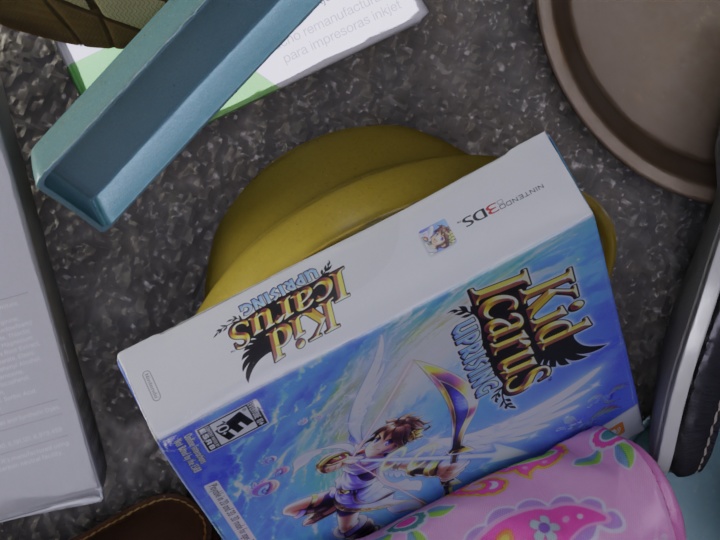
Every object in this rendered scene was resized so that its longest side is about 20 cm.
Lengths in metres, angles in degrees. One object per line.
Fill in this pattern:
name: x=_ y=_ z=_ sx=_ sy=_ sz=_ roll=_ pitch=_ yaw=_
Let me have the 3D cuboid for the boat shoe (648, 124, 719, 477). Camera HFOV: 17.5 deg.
boat shoe: x=0.170 y=-0.005 z=0.986 sx=0.060 sy=0.074 sz=0.202 roll=17 pitch=84 yaw=-2

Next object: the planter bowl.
planter bowl: x=0.000 y=0.000 z=0.968 sx=0.199 sy=0.201 sz=0.084 roll=-26 pitch=60 yaw=-3

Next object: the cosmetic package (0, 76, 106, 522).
cosmetic package: x=-0.169 y=0.000 z=0.963 sx=0.089 sy=0.107 sz=0.202 roll=-13 pitch=97 yaw=-4

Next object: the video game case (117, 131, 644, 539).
video game case: x=0.017 y=0.050 z=0.931 sx=0.180 sy=0.200 sz=0.046 roll=-29 pitch=60 yaw=-2

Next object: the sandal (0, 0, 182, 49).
sandal: x=-0.157 y=-0.143 z=0.895 sx=0.199 sy=0.080 sz=0.054 roll=20 pitch=67 yaw=1

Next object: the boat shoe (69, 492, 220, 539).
boat shoe: x=-0.127 y=0.154 z=0.954 sx=0.072 sy=0.068 sz=0.200 roll=31 pitch=51 yaw=25

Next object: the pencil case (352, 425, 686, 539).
pencil case: x=0.038 y=0.134 z=0.947 sx=0.199 sy=0.087 sz=0.088 roll=-24 pitch=96 yaw=-12

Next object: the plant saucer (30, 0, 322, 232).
plant saucer: x=-0.049 y=-0.101 z=0.905 sx=0.200 sy=0.070 sz=0.019 roll=-46 pitch=68 yaw=1

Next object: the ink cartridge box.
ink cartridge box: x=-0.080 y=-0.165 z=0.968 sx=0.145 sy=0.084 sz=0.201 roll=-26 pitch=96 yaw=-2

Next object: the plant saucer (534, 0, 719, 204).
plant saucer: x=0.172 y=-0.128 z=1.024 sx=0.198 sy=0.029 sz=0.202 roll=0 pitch=94 yaw=-6

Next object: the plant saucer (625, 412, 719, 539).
plant saucer: x=0.186 y=0.138 z=1.042 sx=0.198 sy=0.036 sz=0.202 roll=-1 pitch=95 yaw=-6
